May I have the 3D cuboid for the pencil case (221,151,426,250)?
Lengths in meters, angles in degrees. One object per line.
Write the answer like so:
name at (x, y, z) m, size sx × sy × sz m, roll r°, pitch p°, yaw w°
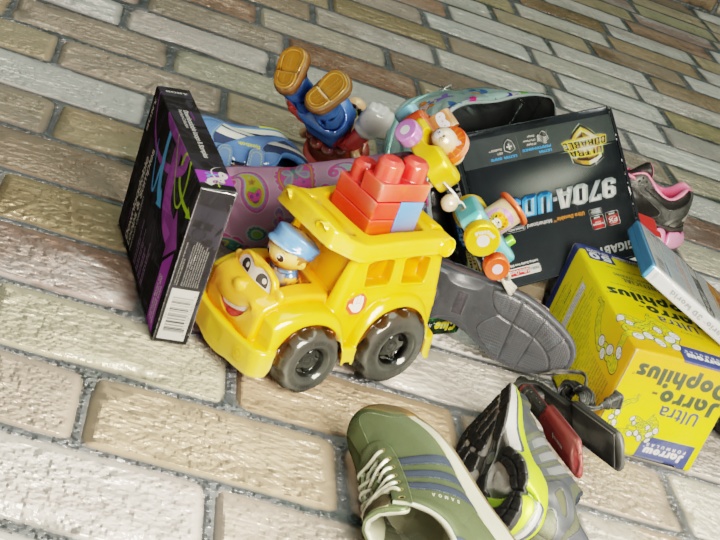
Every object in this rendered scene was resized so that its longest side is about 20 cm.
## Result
pencil case at (-0.036, -0.063, 1.296) m, size 0.199 × 0.088 × 0.088 m, roll -3°, pitch 24°, yaw 6°

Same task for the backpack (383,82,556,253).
backpack at (0.108, -0.108, 1.485) m, size 0.150 × 0.178 × 0.200 m, roll 12°, pitch 19°, yaw 41°

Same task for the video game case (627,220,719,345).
video game case at (0.333, 0.042, 1.306) m, size 0.200 × 0.018 × 0.143 m, roll 40°, pitch 17°, yaw -8°

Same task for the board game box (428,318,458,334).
board game box at (0.000, 0.000, 1.352) m, size 0.104 × 0.024 × 0.200 m, roll 0°, pitch 32°, yaw -42°

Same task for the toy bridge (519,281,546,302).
toy bridge at (0.155, 0.020, 1.428) m, size 0.067 × 0.027 × 0.200 m, roll 16°, pitch 26°, yaw 10°

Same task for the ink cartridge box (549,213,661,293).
ink cartridge box at (0.274, -0.013, 1.554) m, size 0.116 × 0.067 × 0.200 m, roll 21°, pitch 25°, yaw -3°

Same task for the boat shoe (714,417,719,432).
boat shoe at (0.374, 0.140, 1.321) m, size 0.066 × 0.072 × 0.201 m, roll 4°, pitch 34°, yaw -47°

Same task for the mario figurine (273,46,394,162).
mario figurine at (-0.026, -0.172, 1.446) m, size 0.200 × 0.106 × 0.124 m, roll 63°, pitch 7°, yaw -70°

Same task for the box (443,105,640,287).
box at (0.181, -0.071, 1.399) m, size 0.199 × 0.160 × 0.046 m, roll -12°, pitch -2°, yaw -27°

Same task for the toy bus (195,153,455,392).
toy bus at (-0.021, -0.014, 1.154) m, size 0.199 × 0.193 × 0.136 m, roll -6°, pitch 38°, yaw -38°

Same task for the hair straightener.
hair straightener at (0.185, 0.123, 1.184) m, size 0.077 × 0.041 × 0.200 m, roll -7°, pitch 12°, yaw -10°

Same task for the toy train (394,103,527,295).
toy train at (0.094, -0.079, 1.223) m, size 0.200 × 0.056 × 0.150 m, roll 58°, pitch 10°, yaw 14°

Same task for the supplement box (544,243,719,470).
supplement box at (0.251, 0.077, 1.302) m, size 0.108 × 0.110 × 0.200 m, roll 15°, pitch 26°, yaw -16°

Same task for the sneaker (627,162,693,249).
sneaker at (0.326, -0.100, 1.747) m, size 0.199 × 0.096 × 0.079 m, roll 16°, pitch 26°, yaw -9°

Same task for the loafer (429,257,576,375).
loafer at (0.111, 0.027, 1.291) m, size 0.199 × 0.072 × 0.063 m, roll 26°, pitch 28°, yaw -2°

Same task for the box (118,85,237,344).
box at (-0.159, -0.052, 1.178) m, size 0.036 × 0.143 × 0.200 m, roll 10°, pitch 26°, yaw -23°

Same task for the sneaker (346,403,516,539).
sneaker at (0.033, 0.164, 0.985) m, size 0.090 × 0.067 × 0.200 m, roll 6°, pitch 32°, yaw -44°

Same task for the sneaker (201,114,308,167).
sneaker at (-0.127, -0.106, 1.402) m, size 0.199 × 0.074 × 0.082 m, roll -5°, pitch 38°, yaw -44°

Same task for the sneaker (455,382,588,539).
sneaker at (0.128, 0.161, 1.094) m, size 0.081 × 0.074 × 0.200 m, roll 36°, pitch 21°, yaw -16°
